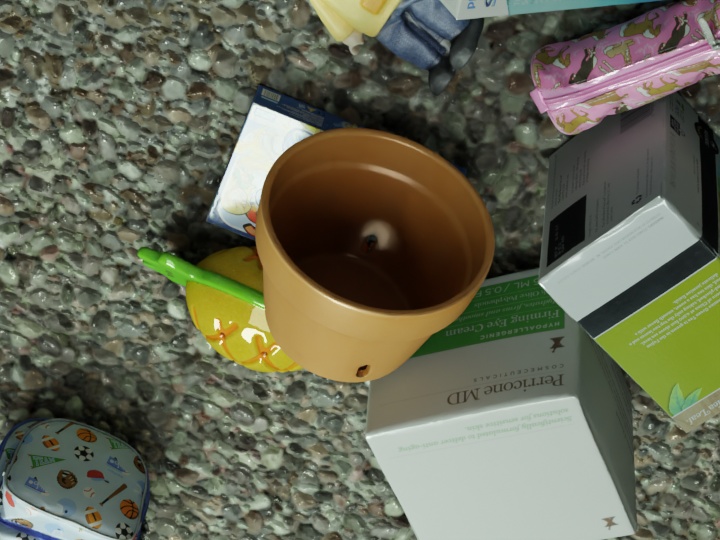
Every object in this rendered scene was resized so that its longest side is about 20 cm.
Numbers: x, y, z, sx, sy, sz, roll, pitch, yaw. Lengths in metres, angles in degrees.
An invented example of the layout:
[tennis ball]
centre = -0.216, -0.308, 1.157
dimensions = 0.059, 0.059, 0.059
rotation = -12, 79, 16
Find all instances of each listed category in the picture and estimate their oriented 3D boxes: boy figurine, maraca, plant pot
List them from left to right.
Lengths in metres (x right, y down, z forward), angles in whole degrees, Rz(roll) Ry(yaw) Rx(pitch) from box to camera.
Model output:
[maraca]
centre = -0.108, 0.026, 1.822
dimensions = 0.199, 0.108, 0.137
rotation = 24, 169, 3
[plant pot]
centre = 0.000, 0.000, 1.705
dimensions = 0.199, 0.201, 0.140
rotation = 18, 139, -3
[boy figurine]
centre = 0.007, -0.233, 1.658
dimensions = 0.199, 0.065, 0.124
rotation = 33, 131, -15

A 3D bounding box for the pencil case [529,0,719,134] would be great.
[pencil case]
centre = 0.235, -0.172, 1.626
dimensions = 0.199, 0.083, 0.086
rotation = -18, 153, 34

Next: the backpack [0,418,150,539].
[backpack]
centre = -0.290, 0.230, 1.943
dimensions = 0.199, 0.191, 0.154
rotation = 28, 118, -14

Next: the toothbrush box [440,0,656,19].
[toothbrush box]
centre = 0.152, -0.281, 1.535
dimensions = 0.199, 0.085, 0.147
rotation = -10, 129, -24

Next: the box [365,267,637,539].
[box]
centre = 0.128, 0.130, 1.797
dimensions = 0.198, 0.172, 0.201
rotation = -12, 133, 17

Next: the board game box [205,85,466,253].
[board game box]
centre = -0.023, -0.067, 1.791
dimensions = 0.199, 0.035, 0.136
rotation = 21, 124, -5

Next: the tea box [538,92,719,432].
[tea box]
centre = 0.261, -0.015, 1.678
dimensions = 0.133, 0.201, 0.197
rotation = -35, 113, 27
